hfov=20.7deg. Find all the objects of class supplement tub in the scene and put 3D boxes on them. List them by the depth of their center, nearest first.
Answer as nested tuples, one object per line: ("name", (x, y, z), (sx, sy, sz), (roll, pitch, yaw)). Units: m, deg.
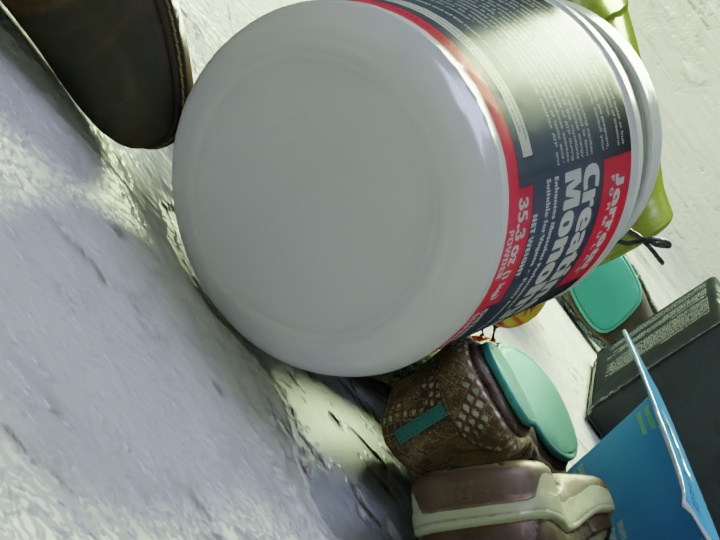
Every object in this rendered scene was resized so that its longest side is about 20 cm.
("supplement tub", (0.030, -0.044, 0.799), (0.141, 0.140, 0.200), (56, 31, 8))

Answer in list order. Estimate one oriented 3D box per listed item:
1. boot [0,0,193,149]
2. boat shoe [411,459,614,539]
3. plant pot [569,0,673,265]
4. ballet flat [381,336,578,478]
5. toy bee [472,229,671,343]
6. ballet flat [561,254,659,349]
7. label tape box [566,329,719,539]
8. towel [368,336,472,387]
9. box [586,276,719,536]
("boot", (-0.133, -0.112, 0.710), (0.201, 0.074, 0.097), (61, 34, -22))
("boat shoe", (0.062, 0.123, 0.803), (0.202, 0.074, 0.075), (25, 55, -70))
("plant pot", (0.127, -0.096, 1.401), (0.200, 0.199, 0.194), (-52, 118, -78))
("ballet flat", (0.050, 0.067, 0.876), (0.071, 0.065, 0.200), (64, 9, 17))
("toy bee", (0.073, -0.008, 1.130), (0.199, 0.109, 0.131), (24, -2, 0))
("ballet flat", (0.214, 0.044, 1.642), (0.201, 0.074, 0.074), (56, 11, -4))
("label tape box", (0.143, 0.150, 0.918), (0.144, 0.066, 0.201), (-100, 165, -61))
("towel", (0.000, 0.000, 0.943), (0.149, 0.036, 0.200), (62, 13, 27))
("box", (0.271, 0.130, 1.453), (0.200, 0.124, 0.197), (54, 14, -3))
